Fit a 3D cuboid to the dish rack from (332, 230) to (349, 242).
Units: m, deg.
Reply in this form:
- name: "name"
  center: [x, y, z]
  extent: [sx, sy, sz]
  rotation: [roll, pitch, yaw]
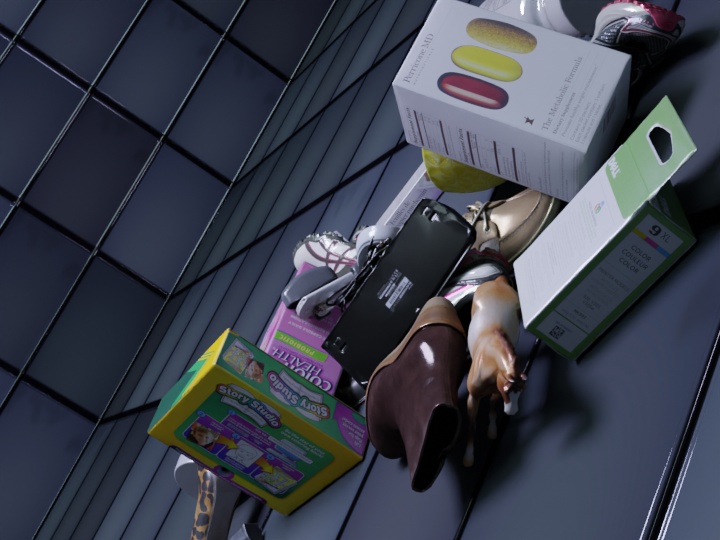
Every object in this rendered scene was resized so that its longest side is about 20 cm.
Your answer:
- name: "dish rack"
  center: [-0.056, 0.032, 1.643]
  extent: [0.173, 0.043, 0.200]
  rotation: [-57, 15, 3]

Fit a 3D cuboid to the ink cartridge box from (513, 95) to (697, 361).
- name: "ink cartridge box"
  center: [0.213, -0.033, 0.899]
  extent: [0.201, 0.059, 0.104]
  rotation: [-51, 18, 26]

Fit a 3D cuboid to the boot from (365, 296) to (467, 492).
- name: "boot"
  center: [0.045, 0.140, 1.001]
  extent: [0.167, 0.071, 0.202]
  rotation: [-85, 11, -55]

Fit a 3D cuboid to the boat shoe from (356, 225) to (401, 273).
- name: "boat shoe"
  center: [0.028, 0.018, 1.226]
  extent: [0.201, 0.067, 0.057]
  rotation: [88, -174, -62]

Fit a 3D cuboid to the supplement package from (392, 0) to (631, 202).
- name: "supplement package"
  center: [0.146, -0.163, 1.056]
  extent: [0.115, 0.198, 0.110]
  rotation: [-62, -20, -17]

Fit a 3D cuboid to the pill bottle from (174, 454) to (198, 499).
- name: "pill bottle"
  center: [-0.187, 0.219, 1.545]
  extent: [0.116, 0.115, 0.202]
  rotation: [-43, 21, 41]

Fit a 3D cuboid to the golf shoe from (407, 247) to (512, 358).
- name: "golf shoe"
  center: [0.076, 0.067, 1.108]
  extent: [0.200, 0.072, 0.093]
  rotation: [-49, 18, 27]

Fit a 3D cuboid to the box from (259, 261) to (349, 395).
- name: "box"
  center: [-0.085, 0.128, 1.377]
  extent: [0.177, 0.095, 0.202]
  rotation: [121, 171, -49]

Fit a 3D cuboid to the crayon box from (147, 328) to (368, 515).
- name: "crayon box"
  center: [-0.115, 0.177, 1.242]
  extent: [0.172, 0.199, 0.059]
  rotation: [-43, 20, 40]

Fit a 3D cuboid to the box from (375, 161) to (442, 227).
- name: "box"
  center: [0.093, -0.121, 1.486]
  extent: [0.201, 0.038, 0.042]
  rotation: [-53, 14, 17]

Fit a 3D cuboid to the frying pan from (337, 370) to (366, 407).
- name: "frying pan"
  center: [0.013, 0.085, 1.360]
  extent: [0.115, 0.031, 0.192]
  rotation: [-42, 24, 40]

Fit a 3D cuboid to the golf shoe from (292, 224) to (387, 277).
- name: "golf shoe"
  center: [-0.024, -0.005, 1.481]
  extent: [0.198, 0.077, 0.090]
  rotation: [-9, 64, 44]

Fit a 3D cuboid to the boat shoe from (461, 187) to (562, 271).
- name: "boat shoe"
  center: [0.132, -0.036, 1.147]
  extent: [0.200, 0.064, 0.073]
  rotation: [-41, 22, 47]

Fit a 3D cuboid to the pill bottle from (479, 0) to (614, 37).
- name: "pill bottle"
  center: [0.220, -0.297, 1.294]
  extent: [0.115, 0.114, 0.200]
  rotation: [-60, 16, -13]

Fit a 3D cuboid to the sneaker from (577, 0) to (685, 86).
- name: "sneaker"
  center: [0.254, -0.204, 1.097]
  extent: [0.200, 0.079, 0.076]
  rotation: [141, 144, -68]

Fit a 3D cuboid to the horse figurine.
- name: "horse figurine"
  center: [0.115, 0.069, 0.942]
  extent: [0.201, 0.049, 0.134]
  rotation: [-75, -9, -50]

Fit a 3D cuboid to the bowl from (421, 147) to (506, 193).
- name: "bowl"
  center: [0.159, -0.177, 1.221]
  extent: [0.106, 0.201, 0.202]
  rotation: [14, 64, 28]

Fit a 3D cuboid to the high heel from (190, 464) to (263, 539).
- name: "high heel"
  center: [-0.204, 0.308, 1.404]
  extent: [0.143, 0.071, 0.201]
  rotation: [-45, 47, 22]

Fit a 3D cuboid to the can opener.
- name: "can opener"
  center: [0.000, 0.000, 1.325]
  extent: [0.198, 0.067, 0.053]
  rotation: [-25, -24, -19]

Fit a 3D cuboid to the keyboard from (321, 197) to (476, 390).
- name: "keyboard"
  center: [0.037, 0.016, 1.123]
  extent: [0.104, 0.039, 0.201]
  rotation: [43, 105, 29]
